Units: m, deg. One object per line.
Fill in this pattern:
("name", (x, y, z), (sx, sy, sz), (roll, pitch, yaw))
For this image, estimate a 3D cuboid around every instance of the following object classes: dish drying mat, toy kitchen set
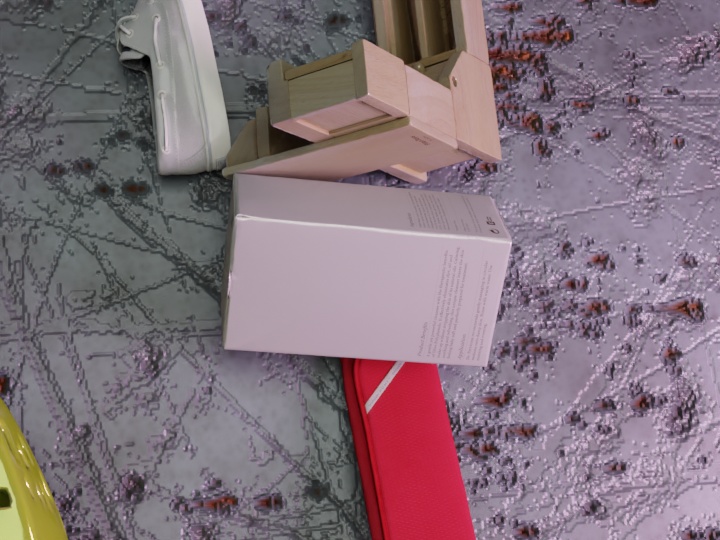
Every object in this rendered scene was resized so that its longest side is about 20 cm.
("dish drying mat", (0.037, 0.145, 0.979), (0.076, 0.018, 0.202), (-4, 64, -16))
("toy kitchen set", (-0.018, -0.163, 1.000), (0.161, 0.199, 0.183), (-13, 75, 29))

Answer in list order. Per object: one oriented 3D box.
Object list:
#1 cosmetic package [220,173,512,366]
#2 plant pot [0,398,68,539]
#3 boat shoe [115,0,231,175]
("cosmetic package", (0.000, 0.000, 0.974), (0.197, 0.085, 0.109), (6, 116, -9))
("plant pot", (-0.269, 0.198, 0.827), (0.199, 0.199, 0.182), (-33, 74, -14))
("boat shoe", (-0.151, -0.169, 1.023), (0.068, 0.072, 0.203), (-13, 88, -13))
